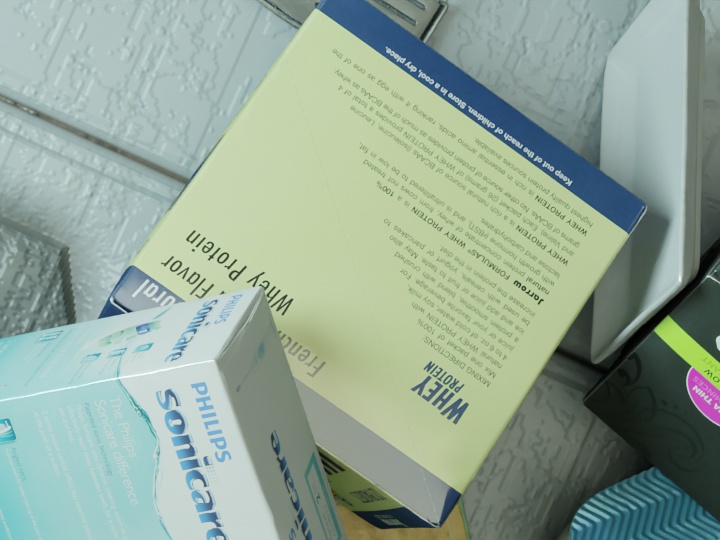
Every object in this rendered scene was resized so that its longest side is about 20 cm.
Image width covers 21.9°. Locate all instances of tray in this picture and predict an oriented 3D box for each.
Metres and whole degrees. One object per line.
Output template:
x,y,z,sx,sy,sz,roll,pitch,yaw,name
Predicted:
0.157,-0.057,0.989,0.022,0.107,0.200,13,62,-12,tray

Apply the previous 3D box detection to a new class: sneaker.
0.188,0.144,1.054,0.200,0.081,0.077,-11,62,-27,sneaker

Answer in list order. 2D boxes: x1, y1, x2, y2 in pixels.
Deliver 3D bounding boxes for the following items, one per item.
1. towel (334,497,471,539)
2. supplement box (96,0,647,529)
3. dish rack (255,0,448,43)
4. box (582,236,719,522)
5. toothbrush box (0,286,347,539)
-0.013,0.140,1.028,0.147,0.022,0.200,-14,84,-13,towel
0.000,0.000,0.972,0.200,0.134,0.200,35,76,-5,supplement box
0.015,-0.221,1.029,0.153,0.055,0.200,31,87,-7,dish rack
0.251,0.067,0.987,0.200,0.149,0.124,40,53,5,box
-0.124,0.104,0.872,0.200,0.085,0.146,-12,110,18,toothbrush box
